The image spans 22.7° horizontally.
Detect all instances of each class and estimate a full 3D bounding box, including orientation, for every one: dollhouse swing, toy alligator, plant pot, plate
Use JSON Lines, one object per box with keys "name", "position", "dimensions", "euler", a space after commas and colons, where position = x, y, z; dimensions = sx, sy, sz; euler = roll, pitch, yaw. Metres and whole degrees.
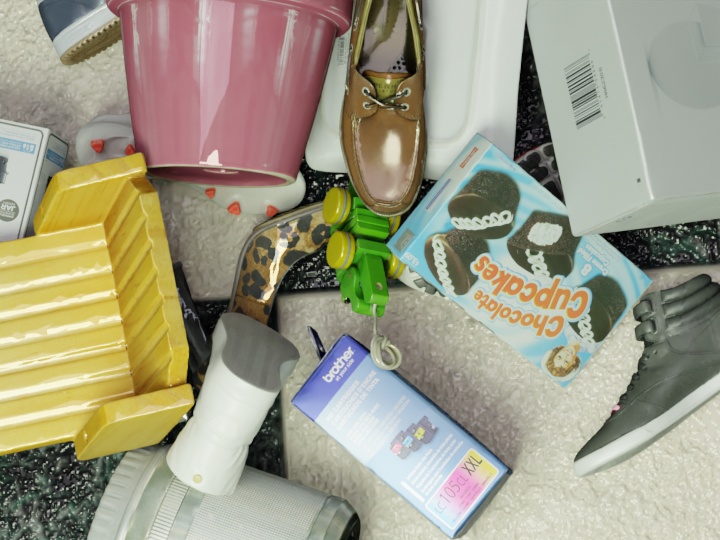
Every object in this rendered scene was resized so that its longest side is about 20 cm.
{"name": "dollhouse swing", "position": [-0.246, 0.037, 1.371], "dimensions": [0.175, 0.182, 0.201], "euler": [-6, 74, -21]}
{"name": "toy alligator", "position": [0.000, 0.000, 1.435], "dimensions": [0.059, 0.054, 0.201], "euler": [11, 56, -27]}
{"name": "plant pot", "position": [-0.107, -0.162, 1.419], "dimensions": [0.198, 0.200, 0.181], "euler": [3, 85, 7]}
{"name": "plate", "position": [0.039, -0.176, 1.464], "dimensions": [0.199, 0.032, 0.201], "euler": [7, 93, 32]}

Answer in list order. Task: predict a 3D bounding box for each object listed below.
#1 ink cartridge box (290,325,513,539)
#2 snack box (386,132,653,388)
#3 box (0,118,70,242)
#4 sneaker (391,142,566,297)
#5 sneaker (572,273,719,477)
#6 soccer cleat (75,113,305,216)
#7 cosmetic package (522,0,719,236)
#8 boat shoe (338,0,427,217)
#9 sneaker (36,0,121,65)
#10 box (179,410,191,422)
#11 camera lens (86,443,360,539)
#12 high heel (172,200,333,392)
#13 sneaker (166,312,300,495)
{"name": "ink cartridge box", "position": [0.024, 0.125, 1.442], "dimensions": [0.200, 0.136, 0.077], "euler": [38, 87, 9]}
{"name": "snack box", "position": [0.130, -0.005, 1.435], "dimensions": [0.200, 0.037, 0.116], "euler": [37, 95, -28]}
{"name": "box", "position": [-0.326, -0.028, 1.501], "dimensions": [0.116, 0.060, 0.202], "euler": [13, 85, 8]}
{"name": "sneaker", "position": [0.106, -0.054, 1.487], "dimensions": [0.199, 0.085, 0.077], "euler": [-29, 113, -15]}
{"name": "sneaker", "position": [0.234, 0.081, 1.458], "dimensions": [0.199, 0.071, 0.099], "euler": [-36, 79, -4]}
{"name": "soccer cleat", "position": [-0.142, -0.099, 1.529], "dimensions": [0.198, 0.078, 0.070], "euler": [11, 122, -5]}
{"name": "cosmetic package", "position": [0.257, -0.145, 1.414], "dimensions": [0.199, 0.123, 0.201], "euler": [-7, 81, -25]}
{"name": "boat shoe", "position": [0.016, -0.144, 1.406], "dimensions": [0.071, 0.068, 0.202], "euler": [-3, 89, 1]}
{"name": "sneaker", "position": [-0.200, -0.275, 1.552], "dimensions": [0.199, 0.070, 0.109], "euler": [-31, 82, 6]}
{"name": "box", "position": [-0.190, 0.033, 1.504], "dimensions": [0.041, 0.039, 0.201], "euler": [-17, 96, 0]}
{"name": "camera lens", "position": [-0.107, 0.236, 1.433], "dimensions": [0.199, 0.160, 0.161], "euler": [17, 86, 9]}
{"name": "high heel", "position": [-0.061, 0.029, 1.509], "dimensions": [0.199, 0.071, 0.143], "euler": [-25, 93, 0]}
{"name": "sneaker", "position": [-0.106, 0.106, 1.392], "dimensions": [0.073, 0.200, 0.116], "euler": [28, 102, -1]}
